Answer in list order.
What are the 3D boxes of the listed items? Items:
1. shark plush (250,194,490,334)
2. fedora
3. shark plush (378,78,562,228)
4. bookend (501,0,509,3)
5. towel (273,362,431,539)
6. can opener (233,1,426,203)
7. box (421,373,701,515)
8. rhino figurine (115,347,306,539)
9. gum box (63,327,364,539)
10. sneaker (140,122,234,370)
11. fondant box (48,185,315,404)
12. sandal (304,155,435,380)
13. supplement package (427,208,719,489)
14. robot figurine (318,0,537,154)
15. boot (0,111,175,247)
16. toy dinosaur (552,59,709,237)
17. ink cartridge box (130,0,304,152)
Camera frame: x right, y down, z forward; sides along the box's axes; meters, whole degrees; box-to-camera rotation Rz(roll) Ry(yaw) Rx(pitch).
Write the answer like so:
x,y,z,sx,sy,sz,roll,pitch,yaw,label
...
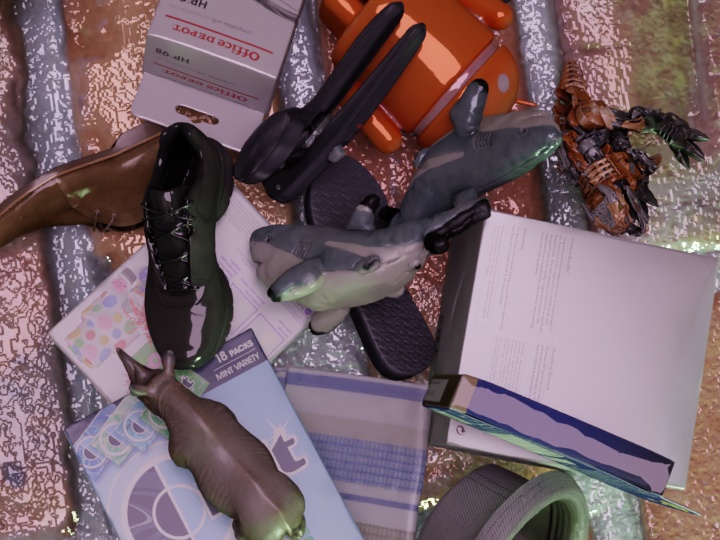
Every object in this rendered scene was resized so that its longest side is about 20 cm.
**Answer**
x,y,z,sx,sy,sz,roll,pitch,yaw,label
0.001,-0.024,1.127,0.199,0.091,0.084,-24,58,28,shark plush
0.106,0.237,1.174,0.090,0.201,0.176,30,52,35,fedora
0.072,-0.071,1.161,0.199,0.084,0.091,-31,131,10,shark plush
0.102,-0.347,1.210,0.092,0.200,0.200,-33,88,-9,bookend
-0.018,0.183,1.195,0.145,0.024,0.202,5,82,19,towel
-0.018,-0.133,1.172,0.200,0.079,0.063,-43,86,17,can opener
0.149,0.126,1.054,0.198,0.121,0.033,24,83,-5,box
-0.114,0.130,1.072,0.060,0.087,0.200,-41,85,-15,rhino figurine
-0.114,0.175,1.130,0.169,0.045,0.201,-28,83,-13,gum box
-0.145,-0.023,1.130,0.075,0.091,0.202,-6,73,9,sneaker
-0.140,0.040,1.206,0.200,0.058,0.144,-43,90,-11,fondant box
0.000,0.001,1.228,0.075,0.043,0.202,-14,80,-27,sandal
0.169,0.069,1.196,0.198,0.147,0.193,11,83,-6,supplement package
0.056,-0.182,1.227,0.200,0.117,0.144,43,42,-1,robot figurine
-0.227,-0.058,1.202,0.199,0.074,0.076,-28,94,-13,boot
0.215,-0.110,1.227,0.135,0.102,0.202,13,65,-29,toy dinosaur
-0.111,-0.213,1.209,0.115,0.067,0.202,18,66,-6,ink cartridge box
